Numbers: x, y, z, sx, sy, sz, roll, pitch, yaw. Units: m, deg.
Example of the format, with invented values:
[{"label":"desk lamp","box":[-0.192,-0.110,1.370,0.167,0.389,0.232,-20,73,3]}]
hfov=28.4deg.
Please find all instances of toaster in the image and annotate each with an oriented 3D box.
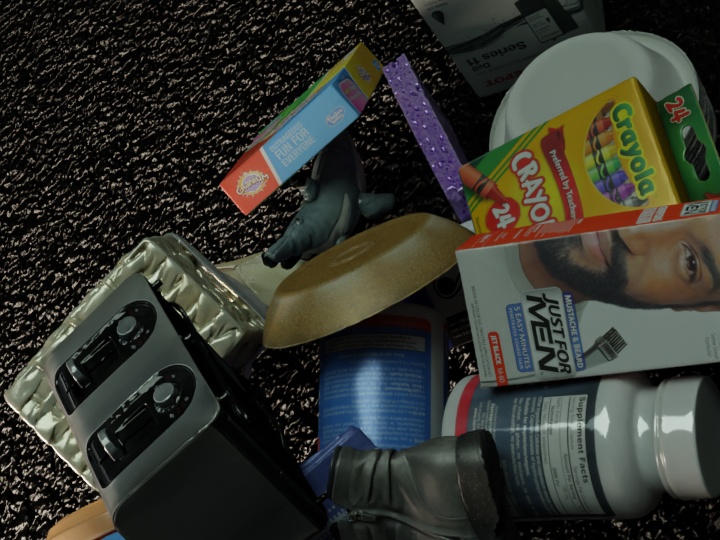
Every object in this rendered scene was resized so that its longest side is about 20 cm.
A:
[{"label":"toaster","box":[-0.126,0.128,1.051,0.118,0.200,0.181,-38,44,0]}]

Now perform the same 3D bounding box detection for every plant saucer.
[{"label":"plant saucer","box":[-0.187,0.206,1.238,0.199,0.200,0.033,-25,79,16]},{"label":"plant saucer","box":[0.000,0.000,1.178,0.199,0.036,0.200,-26,11,5]}]

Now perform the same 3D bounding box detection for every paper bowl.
[{"label":"paper bowl","box":[0.211,-0.132,1.280,0.199,0.104,0.202,-18,48,22]}]

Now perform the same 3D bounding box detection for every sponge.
[{"label":"sponge","box":[0.082,-0.106,1.340,0.030,0.112,0.201,-30,46,8]}]

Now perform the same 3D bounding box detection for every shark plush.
[{"label":"shark plush","box":[-0.053,-0.060,1.377,0.090,0.084,0.200,2,33,40]}]

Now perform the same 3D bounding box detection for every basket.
[{"label":"basket","box":[-0.189,0.077,1.210,0.135,0.123,0.200,42,90,5]}]

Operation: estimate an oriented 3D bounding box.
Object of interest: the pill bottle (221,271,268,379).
[{"label":"pill bottle","box":[-0.172,0.099,1.331,0.200,0.112,0.112,-51,44,11]}]

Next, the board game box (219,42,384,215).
[{"label":"board game box","box":[-0.054,-0.146,1.421,0.153,0.040,0.200,-39,10,19]}]

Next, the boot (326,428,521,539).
[{"label":"boot","box":[0.053,0.214,1.074,0.131,0.202,0.070,-11,13,16]}]

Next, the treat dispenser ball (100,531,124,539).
[{"label":"treat dispenser ball","box":[-0.161,0.304,1.137,0.200,0.201,0.202,-18,50,22]}]

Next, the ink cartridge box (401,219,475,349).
[{"label":"ink cartridge box","box":[0.076,0.018,1.261,0.199,0.095,0.044,-23,10,19]}]

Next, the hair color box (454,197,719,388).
[{"label":"hair color box","box":[0.180,0.018,1.060,0.198,0.112,0.064,-9,11,19]}]

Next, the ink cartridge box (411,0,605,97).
[{"label":"ink cartridge box","box":[0.137,-0.271,1.365,0.146,0.200,0.084,-16,53,24]}]

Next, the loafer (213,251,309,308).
[{"label":"loafer","box":[-0.111,0.019,1.409,0.199,0.076,0.069,8,61,27]}]

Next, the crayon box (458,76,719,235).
[{"label":"crayon box","box":[0.184,-0.066,1.132,0.199,0.051,0.128,-27,57,22]}]

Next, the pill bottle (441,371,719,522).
[{"label":"pill bottle","box":[0.174,0.133,1.096,0.199,0.120,0.120,-7,54,29]}]

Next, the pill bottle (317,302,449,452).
[{"label":"pill bottle","box":[0.019,0.135,1.183,0.111,0.112,0.202,-8,71,29]}]

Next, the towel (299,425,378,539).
[{"label":"towel","box":[0.003,0.240,1.111,0.145,0.200,0.024,-39,1,-1]}]
